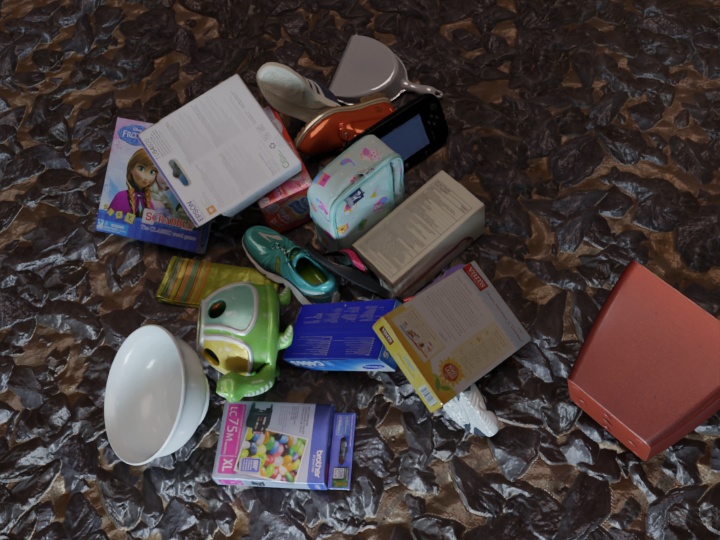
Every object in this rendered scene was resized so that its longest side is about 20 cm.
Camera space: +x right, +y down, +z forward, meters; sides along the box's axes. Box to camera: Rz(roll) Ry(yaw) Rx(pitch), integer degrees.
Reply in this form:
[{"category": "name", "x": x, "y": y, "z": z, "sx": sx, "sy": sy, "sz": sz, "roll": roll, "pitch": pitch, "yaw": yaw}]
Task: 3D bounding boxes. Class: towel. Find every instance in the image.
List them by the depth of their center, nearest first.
[{"category": "towel", "x": -0.233, "y": 0.025, "z": 1.346, "sx": 0.198, "sy": 0.018, "sz": 0.087, "roll": 7, "pitch": 63, "yaw": 11}]

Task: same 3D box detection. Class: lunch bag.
[{"category": "lunch bag", "x": 0.002, "y": -0.110, "z": 1.285, "sx": 0.160, "sy": 0.201, "sz": 0.077, "roll": -37, "pitch": 64, "yaw": -16}]

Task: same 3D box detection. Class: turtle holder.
[{"category": "turtle holder", "x": -0.177, "y": 0.107, "z": 1.217, "sx": 0.130, "sy": 0.141, "sz": 0.187, "roll": 6, "pitch": 75, "yaw": -16}]

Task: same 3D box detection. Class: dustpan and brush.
[{"category": "dustpan and brush", "x": 0.057, "y": -0.352, "z": 1.506, "sx": 0.198, "sy": 0.057, "sz": 0.141, "roll": 15, "pitch": 75, "yaw": 23}]

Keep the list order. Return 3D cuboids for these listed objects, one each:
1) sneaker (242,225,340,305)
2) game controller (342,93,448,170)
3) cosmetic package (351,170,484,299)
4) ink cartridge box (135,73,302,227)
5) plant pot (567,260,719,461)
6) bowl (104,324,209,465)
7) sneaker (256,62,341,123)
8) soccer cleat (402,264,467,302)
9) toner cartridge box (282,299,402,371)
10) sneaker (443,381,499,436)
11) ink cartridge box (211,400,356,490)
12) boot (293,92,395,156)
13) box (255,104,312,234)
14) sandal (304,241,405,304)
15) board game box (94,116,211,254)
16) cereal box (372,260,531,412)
[{"category": "sneaker", "x": -0.108, "y": -0.017, "z": 1.310, "sx": 0.199, "sy": 0.080, "sz": 0.078, "roll": 35, "pitch": 63, "yaw": 19}, {"category": "game controller", "x": 0.062, "y": -0.217, "z": 1.395, "sx": 0.199, "sy": 0.105, "sz": 0.042, "roll": -34, "pitch": 29, "yaw": -11}, {"category": "cosmetic package", "x": 0.095, "y": -0.051, "z": 1.304, "sx": 0.200, "sy": 0.087, "sz": 0.103, "roll": -39, "pitch": 62, "yaw": -13}, {"category": "ink cartridge box", "x": -0.228, "y": -0.190, "z": 1.319, "sx": 0.199, "sy": 0.041, "sz": 0.200, "roll": -33, "pitch": 76, "yaw": -11}, {"category": "plant pot", "x": 0.390, "y": 0.141, "z": 1.108, "sx": 0.200, "sy": 0.200, "sz": 0.176, "roll": 41, "pitch": 86, "yaw": 25}, {"category": "bowl", "x": -0.286, "y": 0.184, "z": 1.200, "sx": 0.200, "sy": 0.090, "sz": 0.203, "roll": -13, "pitch": 71, "yaw": 41}, {"category": "sneaker", "x": -0.112, "y": -0.316, "z": 1.436, "sx": 0.075, "sy": 0.199, "sz": 0.085, "roll": -41, "pitch": 49, "yaw": 18}, {"category": "soccer cleat", "x": 0.102, "y": 0.054, "z": 1.250, "sx": 0.199, "sy": 0.077, "sz": 0.067, "roll": -37, "pitch": 64, "yaw": -12}, {"category": "toner cartridge box", "x": -0.022, "y": 0.097, "z": 1.203, "sx": 0.199, "sy": 0.043, "sz": 0.096, "roll": -5, "pitch": 58, "yaw": 44}, {"category": "sneaker", "x": 0.156, "y": 0.134, "z": 1.195, "sx": 0.129, "sy": 0.080, "sz": 0.199, "roll": -38, "pitch": 74, "yaw": -28}, {"category": "ink cartridge box", "x": -0.109, "y": 0.254, "z": 1.189, "sx": 0.198, "sy": 0.042, "sz": 0.120, "roll": 2, "pitch": 61, "yaw": 7}, {"category": "boot", "x": -0.015, "y": -0.234, "z": 1.426, "sx": 0.199, "sy": 0.075, "sz": 0.108, "roll": -24, "pitch": 67, "yaw": -15}, {"category": "box", "x": -0.150, "y": -0.172, "z": 1.400, "sx": 0.099, "sy": 0.096, "sz": 0.201, "roll": -25, "pitch": 60, "yaw": -5}, {"category": "sandal", "x": 0.000, "y": 0.000, "z": 1.234, "sx": 0.199, "sy": 0.075, "sz": 0.045, "roll": 29, "pitch": 88, "yaw": 29}, {"category": "board game box", "x": -0.341, "y": -0.146, "z": 1.394, "sx": 0.198, "sy": 0.041, "sz": 0.202, "roll": 11, "pitch": 91, "yaw": 14}, {"category": "cereal box", "x": 0.131, "y": 0.087, "z": 1.141, "sx": 0.199, "sy": 0.040, "sz": 0.144, "roll": -28, "pitch": 78, "yaw": -36}]
